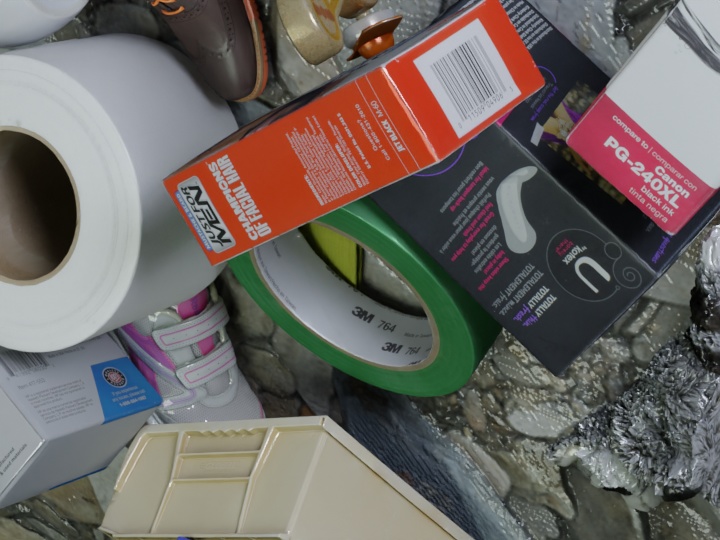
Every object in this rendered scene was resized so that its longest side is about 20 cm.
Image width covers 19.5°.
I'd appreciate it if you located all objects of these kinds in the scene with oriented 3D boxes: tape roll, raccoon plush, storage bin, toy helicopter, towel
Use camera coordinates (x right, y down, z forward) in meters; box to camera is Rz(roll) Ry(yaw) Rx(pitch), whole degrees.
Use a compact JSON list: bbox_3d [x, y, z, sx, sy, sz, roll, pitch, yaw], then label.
[{"bbox_3d":[-0.195,-0.056,1.436,0.202,0.139,0.203,7,106,27],"label":"tape roll"},{"bbox_3d":[0.192,0.061,1.325,0.134,0.097,0.201,15,100,46],"label":"raccoon plush"},{"bbox_3d":[-0.052,0.198,1.527,0.198,0.094,0.200,-5,144,41],"label":"storage bin"},{"bbox_3d":[0.000,0.000,1.388,0.200,0.048,0.201,26,150,16],"label":"tape roll"},{"bbox_3d":[-0.019,-0.164,1.227,0.079,0.200,0.132,-23,114,16],"label":"toy helicopter"},{"bbox_3d":[-0.083,-0.053,1.485,0.200,0.018,0.086,24,138,22],"label":"towel"}]

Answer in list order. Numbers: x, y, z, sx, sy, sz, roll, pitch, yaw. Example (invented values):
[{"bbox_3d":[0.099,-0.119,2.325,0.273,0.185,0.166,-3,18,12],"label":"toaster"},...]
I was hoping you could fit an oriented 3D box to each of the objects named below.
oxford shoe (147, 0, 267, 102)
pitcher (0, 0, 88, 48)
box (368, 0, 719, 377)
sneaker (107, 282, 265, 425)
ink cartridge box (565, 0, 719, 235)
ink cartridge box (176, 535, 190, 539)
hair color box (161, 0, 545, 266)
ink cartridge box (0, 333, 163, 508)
[{"bbox_3d":[-0.129,-0.191,1.375,0.071,0.073,0.200,-15,110,43],"label":"oxford shoe"},{"bbox_3d":[-0.286,-0.193,1.432,0.200,0.172,0.121,6,155,37],"label":"pitcher"},{"bbox_3d":[0.100,-0.058,1.265,0.200,0.106,0.122,44,137,4],"label":"box"},{"bbox_3d":[-0.135,0.052,1.553,0.200,0.081,0.088,51,139,-5],"label":"sneaker"},{"bbox_3d":[0.215,-0.132,1.091,0.083,0.145,0.200,44,137,5],"label":"ink cartridge box"},{"bbox_3d":[-0.086,0.260,1.482,0.136,0.077,0.200,20,152,-1],"label":"ink cartridge box"},{"bbox_3d":[-0.007,-0.077,1.179,0.200,0.111,0.064,-25,99,46],"label":"hair color box"},{"bbox_3d":[-0.261,0.058,1.502,0.200,0.146,0.086,47,116,15],"label":"ink cartridge box"}]
